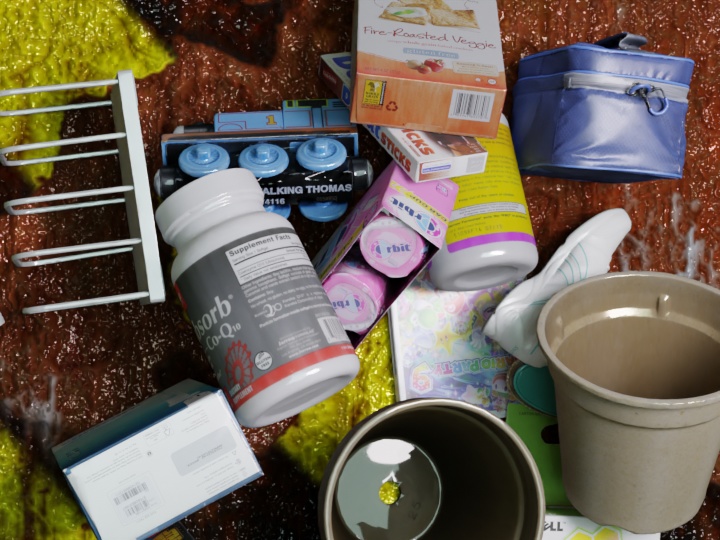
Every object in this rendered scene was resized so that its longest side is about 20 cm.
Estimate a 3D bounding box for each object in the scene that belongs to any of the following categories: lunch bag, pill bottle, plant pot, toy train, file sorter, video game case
[{"bbox_3d":[0.226,-0.155,1.420,0.136,0.200,0.133,5,90,-17],"label":"lunch bag"},{"bbox_3d":[-0.092,0.022,1.278,0.116,0.116,0.200,-24,76,-14],"label":"pill bottle"},{"bbox_3d":[0.045,0.212,1.375,0.200,0.174,0.200,1,87,-14],"label":"plant pot"},{"bbox_3d":[-0.090,-0.100,1.389,0.200,0.114,0.087,-3,130,-4],"label":"toy train"},{"bbox_3d":[0.099,-0.088,1.426,0.104,0.104,0.200,-7,74,-14],"label":"pill bottle"},{"bbox_3d":[0.257,0.131,1.368,0.200,0.201,0.184,-11,124,-14],"label":"plant pot"},{"bbox_3d":[-0.252,-0.061,1.334,0.124,0.139,0.200,-9,90,-11],"label":"file sorter"},{"bbox_3d":[0.098,0.048,1.475,0.143,0.018,0.200,-5,89,-14],"label":"video game case"}]

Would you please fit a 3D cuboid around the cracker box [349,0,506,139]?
[{"bbox_3d":[0.059,-0.205,1.384,0.134,0.200,0.058,6,128,-4],"label":"cracker box"}]

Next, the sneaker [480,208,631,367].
[{"bbox_3d":[0.205,0.019,1.459,0.080,0.070,0.200,42,66,10],"label":"sneaker"}]

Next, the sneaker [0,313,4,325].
[{"bbox_3d":[-0.419,0.062,1.318,0.200,0.078,0.080,-32,100,-24],"label":"sneaker"}]

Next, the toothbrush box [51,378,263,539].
[{"bbox_3d":[-0.182,0.165,1.308,0.146,0.200,0.085,-27,96,-14],"label":"toothbrush box"}]

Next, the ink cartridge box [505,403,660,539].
[{"bbox_3d":[0.211,0.235,1.457,0.148,0.076,0.200,4,90,-17],"label":"ink cartridge box"}]

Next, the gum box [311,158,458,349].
[{"bbox_3d":[0.000,0.000,1.359,0.066,0.114,0.200,34,122,-9],"label":"gum box"}]

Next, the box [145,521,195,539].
[{"bbox_3d":[-0.194,0.282,1.300,0.137,0.200,0.040,-32,101,-12],"label":"box"}]

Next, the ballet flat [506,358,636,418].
[{"bbox_3d":[0.232,0.113,1.483,0.200,0.065,0.071,13,108,-14],"label":"ballet flat"}]

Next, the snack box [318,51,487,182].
[{"bbox_3d":[0.036,-0.145,1.374,0.072,0.200,0.024,-11,130,-25],"label":"snack box"}]
